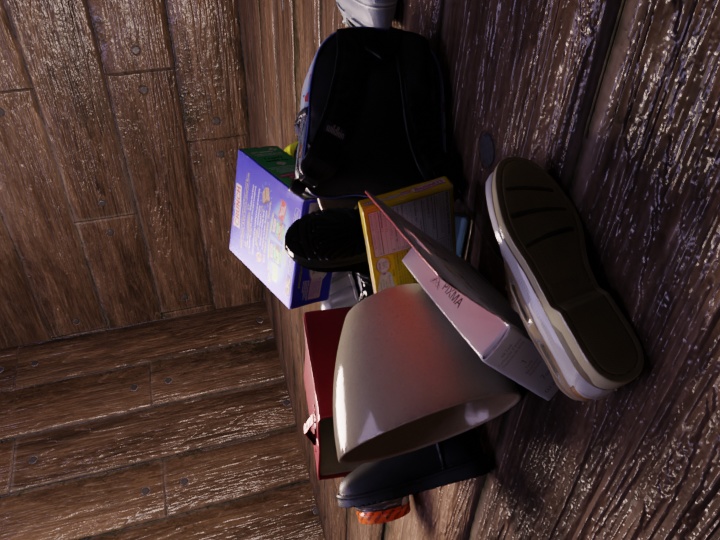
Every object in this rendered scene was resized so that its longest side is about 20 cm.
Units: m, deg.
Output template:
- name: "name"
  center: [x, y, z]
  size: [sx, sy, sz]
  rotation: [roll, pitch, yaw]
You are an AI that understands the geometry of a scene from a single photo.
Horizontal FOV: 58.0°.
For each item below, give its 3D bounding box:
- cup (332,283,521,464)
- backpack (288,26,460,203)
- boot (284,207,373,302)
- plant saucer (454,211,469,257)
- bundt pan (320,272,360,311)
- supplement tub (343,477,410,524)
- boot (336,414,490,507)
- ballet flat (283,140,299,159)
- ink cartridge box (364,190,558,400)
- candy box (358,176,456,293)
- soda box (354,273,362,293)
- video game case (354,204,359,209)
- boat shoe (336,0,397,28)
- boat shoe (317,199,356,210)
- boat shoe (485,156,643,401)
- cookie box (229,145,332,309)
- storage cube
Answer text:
- name: "cup"
  center: [0.051, 0.101, 0.687]
  size: [0.201, 0.196, 0.146]
  rotation: [108, 146, -63]
- name: "backpack"
  center: [0.012, -0.174, 0.750]
  size: [0.154, 0.196, 0.195]
  rotation: [-153, 68, -72]
- name: "boot"
  center: [0.001, 0.002, 0.836]
  size: [0.159, 0.207, 0.080]
  rotation: [103, 157, -48]
- name: "plant saucer"
  center: [0.083, 0.005, 0.795]
  size: [0.019, 0.068, 0.202]
  rotation: [-82, -3, -45]
- name: "bundt pan"
  center: [-0.024, 0.055, 1.105]
  size: [0.202, 0.074, 0.206]
  rotation: [-21, -89, -84]
- name: "supplement tub"
  center: [0.023, 0.328, 1.142]
  size: [0.122, 0.120, 0.204]
  rotation: [145, 114, -75]
- name: "boot"
  center: [0.049, 0.187, 0.804]
  size: [0.076, 0.196, 0.171]
  rotation: [46, -152, -74]
- name: "ballet flat"
  center: [-0.076, -0.110, 1.019]
  size: [0.067, 0.066, 0.204]
  rotation: [-29, 77, 60]
- name: "ink cartridge box"
  center: [0.084, 0.018, 0.604]
  size: [0.044, 0.172, 0.200]
  rotation: [-53, 28, 11]
- name: "candy box"
  center: [0.060, -0.005, 0.737]
  size: [0.027, 0.100, 0.203]
  rotation: [-118, 13, -49]
- name: "soda box"
  center: [0.037, -0.031, 0.952]
  size: [0.201, 0.067, 0.065]
  rotation: [102, 155, -58]
- name: "video game case"
  center: [0.007, -0.169, 0.902]
  size: [0.143, 0.017, 0.204]
  rotation: [163, 119, -69]
- name: "boat shoe"
  center: [-0.005, -0.367, 0.893]
  size: [0.202, 0.069, 0.073]
  rotation: [-121, 28, -52]
- name: "boat shoe"
  center: [-0.030, -0.171, 0.851]
  size: [0.065, 0.071, 0.205]
  rotation: [-178, 88, -73]
- name: "boat shoe"
  center: [0.144, 0.006, 0.515]
  size: [0.069, 0.073, 0.203]
  rotation: [115, 143, -58]
- name: "cookie box"
  center: [-0.116, -0.071, 0.968]
  size: [0.199, 0.074, 0.174]
  rotation: [39, 128, 42]
- name: "storage cube"
  center: [0.008, 0.173, 0.955]
  size: [0.173, 0.196, 0.182]
  rotation: [94, 167, -46]
